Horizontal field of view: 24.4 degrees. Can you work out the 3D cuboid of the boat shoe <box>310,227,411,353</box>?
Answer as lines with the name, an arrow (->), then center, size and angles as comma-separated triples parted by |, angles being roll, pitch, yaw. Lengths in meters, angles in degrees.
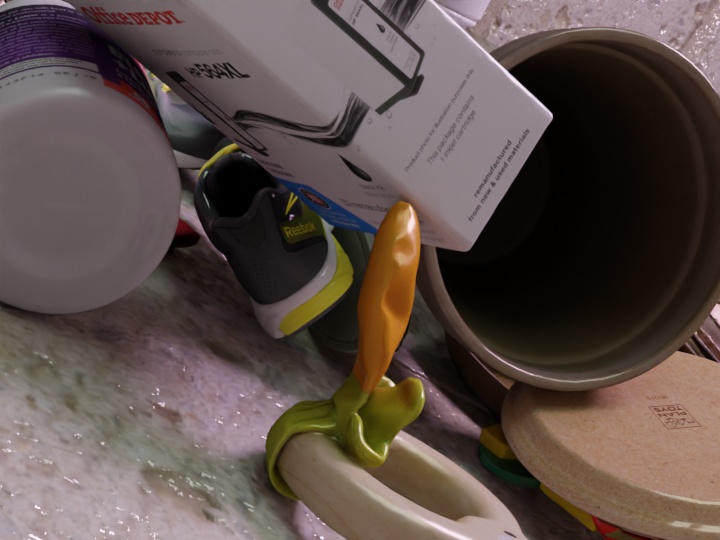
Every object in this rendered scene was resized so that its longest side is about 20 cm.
boat shoe -> 0.000, 0.000, 1.012 | 0.060, 0.072, 0.201 | 22, 15, -23

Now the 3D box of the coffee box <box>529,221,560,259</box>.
coffee box -> 0.131, -0.030, 1.175 | 0.112, 0.080, 0.200 | 5, 31, -24

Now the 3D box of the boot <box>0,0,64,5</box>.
boot -> -0.195, -0.131, 0.950 | 0.097, 0.075, 0.200 | 34, 13, 16

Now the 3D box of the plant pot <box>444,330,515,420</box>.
plant pot -> 0.134, 0.089, 1.098 | 0.199, 0.028, 0.200 | 31, 15, -9

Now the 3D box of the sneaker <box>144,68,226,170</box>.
sneaker -> -0.163, -0.140, 1.099 | 0.199, 0.085, 0.075 | 32, 15, -3

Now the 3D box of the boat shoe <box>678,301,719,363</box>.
boat shoe -> 0.240, 0.110, 1.084 | 0.067, 0.072, 0.201 | -17, 81, -35

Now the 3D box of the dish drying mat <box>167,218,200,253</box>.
dish drying mat -> -0.185, -0.071, 0.964 | 0.200, 0.018, 0.077 | 38, 14, 15

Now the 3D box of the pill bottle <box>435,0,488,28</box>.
pill bottle -> 0.009, -0.134, 1.179 | 0.111, 0.201, 0.112 | 30, 14, -8

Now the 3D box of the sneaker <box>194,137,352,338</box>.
sneaker -> -0.056, -0.045, 0.952 | 0.085, 0.074, 0.200 | 57, 1, -30

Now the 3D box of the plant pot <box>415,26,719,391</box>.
plant pot -> 0.099, -0.046, 0.981 | 0.199, 0.201, 0.173 | 27, 1, -22

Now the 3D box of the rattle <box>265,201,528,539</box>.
rattle -> 0.067, 0.087, 0.752 | 0.199, 0.143, 0.130 | 31, -6, 20

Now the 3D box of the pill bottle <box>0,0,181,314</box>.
pill bottle -> -0.155, -0.069, 0.828 | 0.111, 0.112, 0.200 | 26, 16, -24

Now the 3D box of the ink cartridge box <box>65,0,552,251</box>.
ink cartridge box -> -0.030, -0.105, 0.789 | 0.200, 0.085, 0.146 | 39, -12, -27

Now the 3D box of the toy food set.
toy food set -> 0.174, 0.102, 0.945 | 0.199, 0.049, 0.198 | -12, 33, -35
